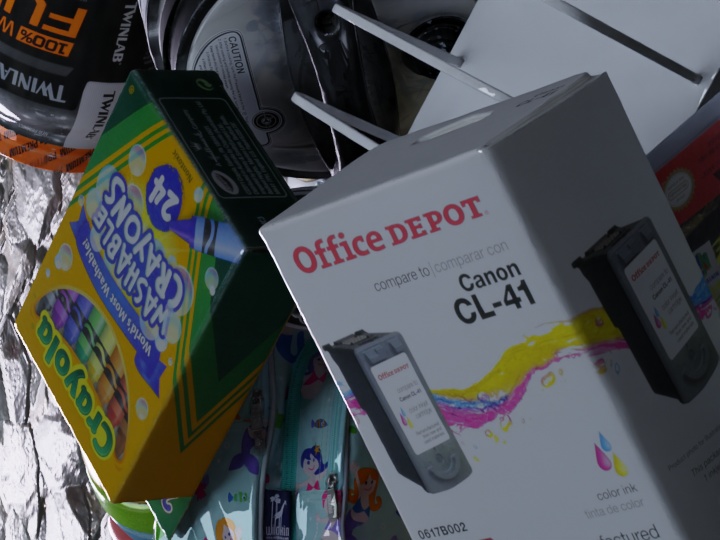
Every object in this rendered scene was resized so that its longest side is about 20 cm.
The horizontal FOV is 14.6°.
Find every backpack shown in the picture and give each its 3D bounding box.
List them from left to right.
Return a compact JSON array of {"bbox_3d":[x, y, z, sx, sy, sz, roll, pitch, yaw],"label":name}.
[{"bbox_3d":[-0.022,0.087,1.445,0.150,0.177,0.200,-15,73,32],"label":"backpack"}]

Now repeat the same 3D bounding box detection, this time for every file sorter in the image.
[{"bbox_3d":[0.080,-0.121,1.248,0.139,0.124,0.200,33,99,38],"label":"file sorter"}]

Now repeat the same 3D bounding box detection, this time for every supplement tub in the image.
[{"bbox_3d":[-0.170,-0.168,1.709,0.123,0.122,0.200,45,128,47],"label":"supplement tub"}]

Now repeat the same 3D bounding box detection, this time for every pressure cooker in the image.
[{"bbox_3d":[-0.019,-0.146,1.400,0.179,0.176,0.200,-46,38,31],"label":"pressure cooker"}]

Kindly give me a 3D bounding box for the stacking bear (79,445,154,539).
[{"bbox_3d":[-0.109,0.083,1.534,0.114,0.121,0.200,48,171,43],"label":"stacking bear"}]

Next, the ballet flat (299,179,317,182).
[{"bbox_3d":[-0.054,-0.132,1.545,0.071,0.071,0.200,-56,34,42],"label":"ballet flat"}]

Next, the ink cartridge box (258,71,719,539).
[{"bbox_3d":[0.069,0.039,1.134,0.148,0.086,0.200,-18,103,47],"label":"ink cartridge box"}]

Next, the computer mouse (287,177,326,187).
[{"bbox_3d":[0.010,-0.043,1.509,0.200,0.044,0.110,3,94,57],"label":"computer mouse"}]

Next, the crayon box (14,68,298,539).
[{"bbox_3d":[-0.100,0.020,1.345,0.126,0.052,0.200,56,133,35],"label":"crayon box"}]

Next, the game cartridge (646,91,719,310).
[{"bbox_3d":[0.171,-0.011,1.134,0.200,0.041,0.133,-44,60,49],"label":"game cartridge"}]

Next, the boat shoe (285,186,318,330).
[{"bbox_3d":[0.000,0.003,1.315,0.199,0.068,0.074,17,97,32],"label":"boat shoe"}]
